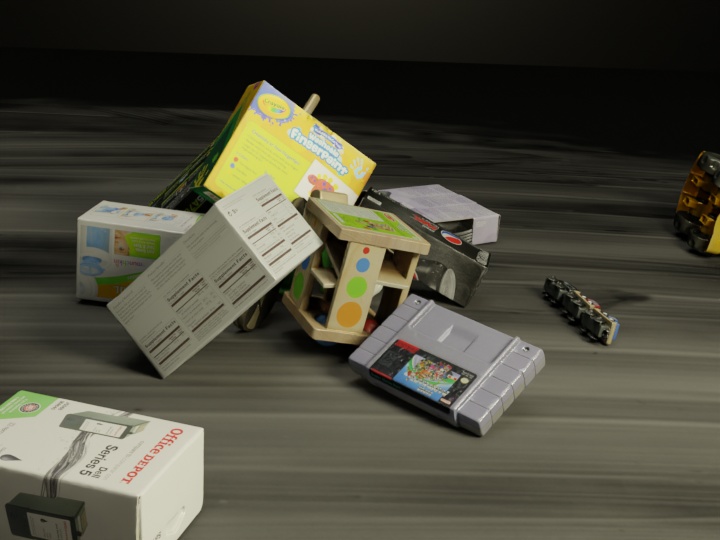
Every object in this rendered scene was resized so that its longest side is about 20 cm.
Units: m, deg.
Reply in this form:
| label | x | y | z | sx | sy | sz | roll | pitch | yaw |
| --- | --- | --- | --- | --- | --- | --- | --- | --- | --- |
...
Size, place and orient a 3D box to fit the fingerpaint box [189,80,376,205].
| label | x | y | z | sx | sy | sz | roll | pitch | yaw |
| --- | --- | --- | --- | --- | --- | --- | --- | --- | --- |
| fingerpaint box | -0.105 | -0.129 | 1.725 | 0.199 | 0.168 | 0.073 | 33 | -12 | -22 |

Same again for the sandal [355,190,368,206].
| label | x | y | z | sx | sy | sz | roll | pitch | yaw |
| --- | --- | --- | --- | --- | --- | --- | --- | --- | --- |
| sandal | 0.007 | -0.085 | 1.864 | 0.078 | 0.060 | 0.206 | 14 | 14 | 31 |

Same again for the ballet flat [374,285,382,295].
| label | x | y | z | sx | sy | sz | roll | pitch | yaw |
| --- | --- | --- | --- | --- | --- | --- | --- | --- | --- |
| ballet flat | 0.000 | 0.000 | 1.780 | 0.068 | 0.071 | 0.200 | -2 | 19 | -17 |

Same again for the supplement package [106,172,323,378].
| label | x | y | z | sx | sy | sz | roll | pitch | yaw |
| --- | --- | --- | --- | --- | --- | --- | --- | --- | --- |
| supplement package | -0.169 | 0.004 | 1.487 | 0.111 | 0.199 | 0.156 | 50 | 25 | -1 |

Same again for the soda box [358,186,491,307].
| label | x | y | z | sx | sy | sz | roll | pitch | yaw |
| --- | --- | --- | --- | --- | --- | --- | --- | --- | --- |
| soda box | 0.079 | -0.033 | 1.760 | 0.198 | 0.071 | 0.063 | 29 | 20 | 1 |

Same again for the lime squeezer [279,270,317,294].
| label | x | y | z | sx | sy | sz | roll | pitch | yaw |
| --- | --- | --- | --- | --- | --- | --- | --- | --- | --- |
| lime squeezer | -0.108 | 0.013 | 1.740 | 0.197 | 0.038 | 0.070 | 0 | 1 | 34 |

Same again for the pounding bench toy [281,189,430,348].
| label | x | y | z | sx | sy | sz | roll | pitch | yaw |
| --- | --- | --- | --- | --- | --- | --- | --- | --- | --- |
| pounding bench toy | -0.024 | -0.001 | 1.606 | 0.122 | 0.158 | 0.200 | 9 | 17 | -25 |

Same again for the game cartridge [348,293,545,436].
| label | x | y | z | sx | sy | sz | roll | pitch | yaw |
| --- | --- | --- | --- | --- | --- | --- | --- | --- | --- |
| game cartridge | 0.095 | 0.104 | 1.450 | 0.198 | 0.039 | 0.129 | 23 | 50 | 37 |

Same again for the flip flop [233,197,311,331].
| label | x | y | z | sx | sy | sz | roll | pitch | yaw |
| --- | --- | --- | --- | --- | --- | --- | --- | --- | --- |
| flip flop | -0.120 | -0.014 | 1.641 | 0.057 | 0.081 | 0.202 | 17 | 66 | 26 |

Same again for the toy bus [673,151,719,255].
| label | x | y | z | sx | sy | sz | roll | pitch | yaw |
| --- | --- | --- | --- | --- | --- | --- | --- | --- | --- |
| toy bus | 0.628 | -0.089 | 2.073 | 0.189 | 0.137 | 0.200 | 18 | 20 | -6 |

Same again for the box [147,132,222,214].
| label | x | y | z | sx | sy | sz | roll | pitch | yaw |
| --- | --- | --- | --- | --- | --- | --- | --- | --- | --- |
| box | -0.257 | -0.099 | 1.837 | 0.048 | 0.200 | 0.193 | 44 | 10 | -14 |

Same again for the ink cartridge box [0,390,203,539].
| label | x | y | z | sx | sy | sz | roll | pitch | yaw |
| --- | --- | --- | --- | --- | --- | --- | --- | --- | --- |
| ink cartridge box | -0.256 | 0.189 | 1.146 | 0.197 | 0.085 | 0.146 | 9 | 20 | 14 |

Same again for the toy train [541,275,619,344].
| label | x | y | z | sx | sy | sz | roll | pitch | yaw |
| --- | --- | --- | --- | --- | --- | --- | --- | --- | --- |
| toy train | 0.301 | 0.053 | 1.722 | 0.045 | 0.035 | 0.200 | 11 | 16 | -18 |

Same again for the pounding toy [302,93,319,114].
| label | x | y | z | sx | sy | sz | roll | pitch | yaw |
| --- | --- | --- | --- | --- | --- | --- | --- | --- | --- |
| pounding toy | -0.122 | -0.134 | 1.874 | 0.198 | 0.143 | 0.184 | -29 | 13 | 15 |

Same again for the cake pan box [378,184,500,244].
| label | x | y | z | sx | sy | sz | roll | pitch | yaw |
| --- | --- | --- | --- | --- | --- | --- | --- | --- | --- |
| cake pan box | 0.102 | -0.086 | 2.053 | 0.182 | 0.053 | 0.199 | -10 | 23 | -29 |

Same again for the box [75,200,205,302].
| label | x | y | z | sx | sy | sz | roll | pitch | yaw |
| --- | --- | --- | --- | --- | --- | --- | --- | --- | --- |
| box | -0.267 | -0.017 | 1.686 | 0.196 | 0.114 | 0.101 | 7 | 17 | 8 |
